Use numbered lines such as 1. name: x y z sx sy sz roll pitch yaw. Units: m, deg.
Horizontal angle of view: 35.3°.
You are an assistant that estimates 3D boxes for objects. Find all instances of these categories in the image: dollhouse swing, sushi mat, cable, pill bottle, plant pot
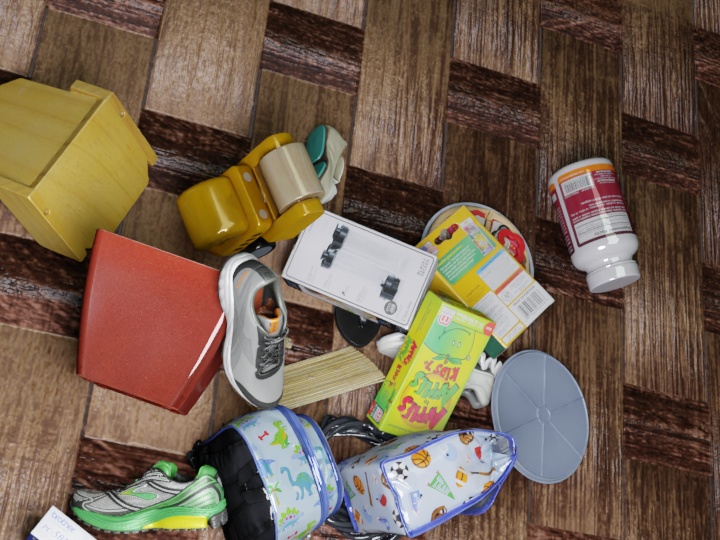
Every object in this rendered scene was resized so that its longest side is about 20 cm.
1. dollhouse swing: -0.431 -0.145 1.566 0.201 0.174 0.182 -61 140 -30
2. sushi mat: -0.072 0.154 1.578 0.198 0.096 0.012 -14 120 -27
3. cable: -0.004 0.289 1.571 0.199 0.051 0.165 26 66 -17
4. pill bottle: 0.384 -0.071 1.838 0.112 0.113 0.202 -7 73 -25
5. plant pot: -0.263 0.079 1.450 0.198 0.200 0.178 20 79 0

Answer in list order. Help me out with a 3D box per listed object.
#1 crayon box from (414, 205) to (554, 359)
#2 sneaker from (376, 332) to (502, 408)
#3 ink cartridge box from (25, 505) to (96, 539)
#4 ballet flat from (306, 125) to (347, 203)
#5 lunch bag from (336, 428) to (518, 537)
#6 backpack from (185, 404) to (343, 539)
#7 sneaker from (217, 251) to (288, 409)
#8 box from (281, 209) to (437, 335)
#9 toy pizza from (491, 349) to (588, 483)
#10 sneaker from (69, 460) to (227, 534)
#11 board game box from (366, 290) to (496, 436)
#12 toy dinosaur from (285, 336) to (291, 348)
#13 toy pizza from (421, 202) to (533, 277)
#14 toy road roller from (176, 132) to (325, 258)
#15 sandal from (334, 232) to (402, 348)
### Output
1. crayon box: 0.177 0.016 1.690 0.200 0.052 0.125 47 59 7
2. sneaker: 0.114 0.144 1.664 0.198 0.075 0.082 19 72 -15
3. ink cartridge box: -0.315 0.371 1.373 0.200 0.094 0.044 40 60 -4
4. ballet flat: -0.057 -0.142 1.689 0.069 0.070 0.201 26 44 -11
5. lunch bag: 0.092 0.270 1.495 0.199 0.170 0.125 -22 91 -28
6. backpack: -0.111 0.264 1.442 0.146 0.200 0.184 -18 76 -28
7. sneaker: -0.122 0.081 1.357 0.074 0.079 0.202 -25 121 -35
8. box: 0.000 0.000 1.622 0.198 0.060 0.118 21 80 9
9. toy pizza: 0.267 0.221 1.706 0.199 0.032 0.202 13 68 -33
10. sneaker: -0.264 0.279 1.408 0.198 0.078 0.086 -4 88 4
11. board game box: 0.100 0.140 1.593 0.101 0.048 0.202 21 99 -31
12. toy dinosaur: -0.177 0.051 1.582 0.198 0.058 0.102 17 65 -16
13. toy pizza: 0.187 -0.016 1.771 0.198 0.032 0.202 9 67 -20
14. toy road roller: -0.160 -0.093 1.568 0.145 0.199 0.124 -12 73 -49
15. sandal: 0.019 0.021 1.684 0.075 0.045 0.201 29 61 -10
